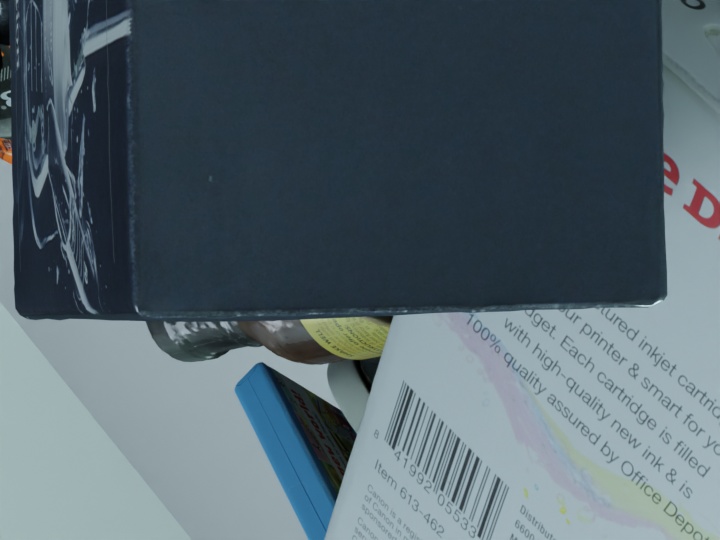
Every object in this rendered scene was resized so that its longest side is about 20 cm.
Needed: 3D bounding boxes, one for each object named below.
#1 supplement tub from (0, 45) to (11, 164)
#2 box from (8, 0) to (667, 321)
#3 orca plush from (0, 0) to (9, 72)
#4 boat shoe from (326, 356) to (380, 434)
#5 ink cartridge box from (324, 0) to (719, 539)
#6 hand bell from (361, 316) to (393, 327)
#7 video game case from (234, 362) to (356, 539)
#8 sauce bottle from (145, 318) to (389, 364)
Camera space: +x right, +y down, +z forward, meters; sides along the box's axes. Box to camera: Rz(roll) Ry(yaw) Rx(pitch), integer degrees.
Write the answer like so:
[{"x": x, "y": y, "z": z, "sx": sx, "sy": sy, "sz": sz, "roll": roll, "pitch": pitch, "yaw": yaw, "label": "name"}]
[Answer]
[{"x": -0.166, "y": -0.143, "z": 1.201, "sx": 0.122, "sy": 0.122, "sz": 0.200, "roll": 38, "pitch": 166, "yaw": 44, "label": "supplement tub"}, {"x": -0.015, "y": -0.090, "z": 0.583, "sx": 0.182, "sy": 0.103, "sz": 0.201, "roll": 174, "pitch": 94, "yaw": -75, "label": "box"}, {"x": -0.103, "y": -0.130, "z": 0.943, "sx": 0.071, "sy": 0.106, "sz": 0.200, "roll": 1, "pitch": 153, "yaw": 5, "label": "orca plush"}, {"x": 0.024, "y": 0.027, "z": 1.090, "sx": 0.076, "sy": 0.060, "sz": 0.200, "roll": 53, "pitch": -173, "yaw": -21, "label": "boat shoe"}, {"x": 0.084, "y": 0.032, "z": 0.677, "sx": 0.146, "sy": 0.083, "sz": 0.201, "roll": 44, "pitch": 134, "yaw": 32, "label": "ink cartridge box"}, {"x": -0.008, "y": -0.018, "z": 0.840, "sx": 0.104, "sy": 0.104, "sz": 0.200, "roll": 49, "pitch": 162, "yaw": -3, "label": "hand bell"}, {"x": 0.045, "y": 0.122, "z": 1.049, "sx": 0.200, "sy": 0.018, "sz": 0.143, "roll": 34, "pitch": -162, "yaw": -40, "label": "video game case"}, {"x": 0.000, "y": 0.000, "z": 0.983, "sx": 0.199, "sy": 0.065, "sz": 0.065, "roll": -14, "pitch": 123, "yaw": 43, "label": "sauce bottle"}]
